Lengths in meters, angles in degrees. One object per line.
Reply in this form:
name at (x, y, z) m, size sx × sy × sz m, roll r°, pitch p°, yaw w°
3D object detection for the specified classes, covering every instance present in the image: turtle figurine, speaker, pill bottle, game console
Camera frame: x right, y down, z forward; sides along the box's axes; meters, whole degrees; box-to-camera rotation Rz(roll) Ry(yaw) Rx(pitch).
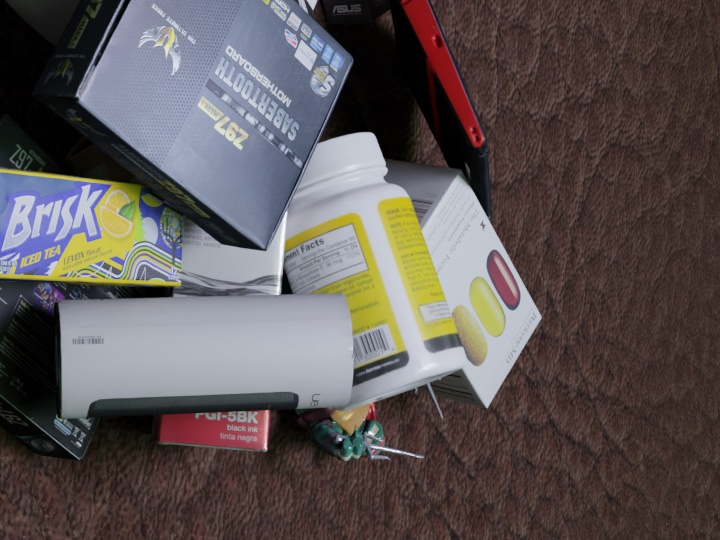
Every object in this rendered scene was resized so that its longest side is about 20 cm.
turtle figurine at (-0.017, 0.102, 1.564) m, size 0.200 × 0.100 × 0.150 m, roll 48°, pitch 38°, yaw -27°
speaker at (-0.105, 0.056, 1.265) m, size 0.199 × 0.081 × 0.082 m, roll -1°, pitch 95°, yaw -12°
pill bottle at (0.000, 0.000, 1.479) m, size 0.114 × 0.114 × 0.201 m, roll -10°, pitch 79°, yaw -55°
game console at (0.075, -0.147, 1.611) m, size 0.200 × 0.031 × 0.177 m, roll 72°, pitch -7°, yaw -72°

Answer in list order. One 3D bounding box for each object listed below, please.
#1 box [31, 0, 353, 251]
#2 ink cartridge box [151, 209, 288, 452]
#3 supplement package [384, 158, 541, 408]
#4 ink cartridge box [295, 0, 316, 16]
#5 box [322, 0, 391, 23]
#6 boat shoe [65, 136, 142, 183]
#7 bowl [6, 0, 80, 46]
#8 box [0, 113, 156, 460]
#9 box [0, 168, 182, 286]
box at (-0.104, -0.128, 1.234) m, size 0.200 × 0.051 × 0.158 m, roll 40°, pitch 68°, yaw -42°
ink cartridge box at (-0.104, 0.028, 1.382) m, size 0.147 × 0.083 × 0.201 m, roll 165°, pitch -70°, yaw -82°
supplement package at (0.059, 0.011, 1.647) m, size 0.114 × 0.109 × 0.200 m, roll -57°, pitch 136°, yaw -25°
ink cartridge box at (-0.083, -0.251, 1.276) m, size 0.200 × 0.044 × 0.094 m, roll 52°, pitch 51°, yaw -52°
box at (0.025, -0.323, 1.639) m, size 0.200 × 0.048 × 0.159 m, roll -41°, pitch 124°, yaw -47°
boat shoe at (-0.150, -0.133, 1.384) m, size 0.076 × 0.072 × 0.200 m, roll 48°, pitch 51°, yaw -26°
bowl at (-0.152, -0.240, 1.278) m, size 0.200 × 0.074 × 0.201 m, roll 36°, pitch 66°, yaw -57°
box at (-0.232, 0.014, 1.287) m, size 0.200 × 0.043 × 0.161 m, roll 48°, pitch 54°, yaw -46°
box at (-0.203, -0.027, 1.218) m, size 0.200 × 0.064 × 0.070 m, roll 4°, pitch 89°, yaw -55°
